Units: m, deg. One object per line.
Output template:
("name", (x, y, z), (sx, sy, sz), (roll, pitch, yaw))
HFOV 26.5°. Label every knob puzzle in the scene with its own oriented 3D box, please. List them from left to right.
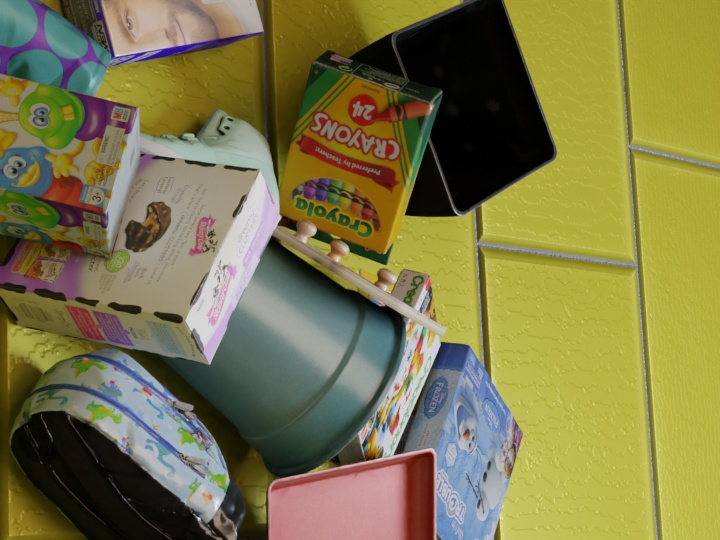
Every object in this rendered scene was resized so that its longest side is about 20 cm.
("knob puzzle", (0.000, 0.000, 1.461), (0.220, 0.220, 0.030), (32, 90, -37))

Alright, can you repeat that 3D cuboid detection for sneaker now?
("sneaker", (-0.175, -0.115, 1.501), (0.200, 0.074, 0.118), (20, 43, -26))

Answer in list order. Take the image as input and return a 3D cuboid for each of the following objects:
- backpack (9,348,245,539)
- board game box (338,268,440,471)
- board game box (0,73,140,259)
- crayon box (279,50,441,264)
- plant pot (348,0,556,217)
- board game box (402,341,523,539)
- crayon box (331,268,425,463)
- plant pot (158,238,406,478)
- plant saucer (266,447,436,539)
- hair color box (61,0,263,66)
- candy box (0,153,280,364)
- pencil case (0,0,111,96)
("backpack", (-0.213, 0.166, 1.345), (0.200, 0.163, 0.154), (35, 50, -28))
("board game box", (0.028, 0.114, 1.558), (0.126, 0.035, 0.200), (78, 32, -52))
("board game box", (-0.293, -0.094, 1.268), (0.200, 0.105, 0.103), (13, 68, -1))
("crayon box", (-0.008, -0.104, 1.535), (0.051, 0.127, 0.200), (-53, 161, -62))
("plant pot", (0.064, -0.169, 1.664), (0.200, 0.177, 0.200), (-31, 104, -43))
("board game box", (0.109, 0.216, 1.685), (0.200, 0.043, 0.199), (56, 47, -48))
("crayon box", (0.012, 0.113, 1.644), (0.127, 0.051, 0.200), (28, 64, -39))
("plant pot", (-0.093, 0.061, 1.461), (0.196, 0.200, 0.200), (41, 55, -23))
("plant saucer", (-0.014, 0.280, 1.481), (0.200, 0.037, 0.200), (-7, 102, -36))
("hair color box", (-0.196, -0.268, 1.502), (0.200, 0.065, 0.109), (-20, 97, -44))
("candy box", (-0.196, -0.018, 1.348), (0.072, 0.200, 0.168), (69, 37, -50))
("pencil case", (-0.318, -0.209, 1.350), (0.092, 0.085, 0.200), (-46, 124, 10))
